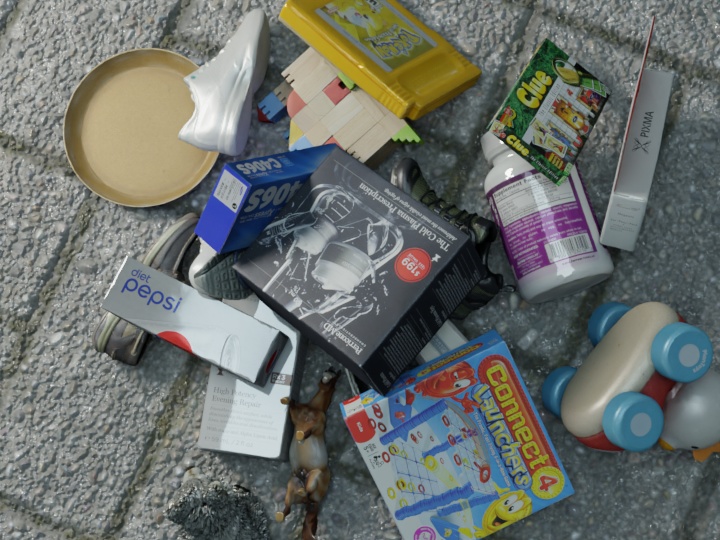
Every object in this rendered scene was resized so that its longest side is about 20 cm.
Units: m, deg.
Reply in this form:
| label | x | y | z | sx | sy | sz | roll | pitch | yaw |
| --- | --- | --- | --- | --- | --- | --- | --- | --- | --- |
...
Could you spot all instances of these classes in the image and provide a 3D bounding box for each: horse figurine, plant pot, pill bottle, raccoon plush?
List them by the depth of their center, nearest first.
| label | x | y | z | sx | sy | sz | roll | pitch | yaw |
| --- | --- | --- | --- | --- | --- | --- | --- | --- | --- |
| raccoon plush | -0.136 | 0.305 | 1.630 | 0.097 | 0.134 | 0.200 | -43 | 79 | -5 |
| horse figurine | -0.060 | 0.213 | 1.659 | 0.050 | 0.133 | 0.200 | 0 | 91 | 13 |
| pill bottle | 0.207 | -0.072 | 1.683 | 0.112 | 0.112 | 0.200 | -18 | 78 | 1 |
| plant pot | -0.261 | -0.172 | 1.787 | 0.200 | 0.027 | 0.200 | -1 | 80 | 6 |

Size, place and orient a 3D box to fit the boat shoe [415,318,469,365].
| label | x | y | z | sx | sy | sz | roll | pitch | yaw |
| --- | --- | --- | --- | --- | --- | --- | --- | --- | --- |
| boat shoe | 0.093 | 0.097 | 1.680 | 0.072 | 0.069 | 0.200 | -42 | 95 | 6 |

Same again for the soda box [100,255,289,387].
| label | x | y | z | sx | sy | sz | roll | pitch | yaw |
| --- | --- | --- | --- | --- | --- | --- | --- | --- | --- |
| soda box | -0.186 | 0.058 | 1.646 | 0.200 | 0.063 | 0.068 | 26 | 84 | 10 |

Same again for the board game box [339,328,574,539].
| label | x | y | z | sx | sy | sz | roll | pitch | yaw |
| --- | --- | --- | --- | --- | --- | --- | --- | --- | --- |
| board game box | 0.108 | 0.199 | 1.632 | 0.196 | 0.056 | 0.200 | -26 | 102 | 0 |

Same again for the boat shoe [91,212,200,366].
| label | x | y | z | sx | sy | sz | roll | pitch | yaw |
| --- | --- | --- | --- | --- | --- | --- | --- | --- | --- |
| boat shoe | -0.235 | 0.025 | 1.732 | 0.073 | 0.074 | 0.200 | 35 | 93 | 0 |

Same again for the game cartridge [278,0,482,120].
| label | x | y | z | sx | sy | sz | roll | pitch | yaw |
| --- | --- | --- | --- | --- | --- | --- | --- | --- | --- |
| game cartridge | 0.027 | -0.265 | 1.717 | 0.200 | 0.176 | 0.032 | 39 | 127 | 11 |

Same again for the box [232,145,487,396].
| label | x | y | z | sx | sy | sz | roll | pitch | yaw |
| --- | --- | --- | --- | --- | --- | --- | --- | --- | --- |
| box | 0.000 | 0.000 | 1.601 | 0.200 | 0.104 | 0.182 | 36 | 81 | 26 |

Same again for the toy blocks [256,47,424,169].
| label | x | y | z | sx | sy | sz | roll | pitch | yaw |
| --- | --- | --- | --- | --- | --- | --- | --- | --- | --- |
| toy blocks | -0.036 | -0.180 | 1.745 | 0.137 | 0.100 | 0.200 | -42 | 78 | 8 |

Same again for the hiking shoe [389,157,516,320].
| label | x | y | z | sx | sy | sz | roll | pitch | yaw |
| --- | --- | --- | --- | --- | --- | --- | --- | --- | --- |
| hiking shoe | 0.108 | -0.049 | 1.695 | 0.101 | 0.076 | 0.200 | -27 | 87 | 23 |

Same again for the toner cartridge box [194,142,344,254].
| label | x | y | z | sx | sy | sz | roll | pitch | yaw |
| --- | --- | --- | --- | --- | --- | --- | --- | --- | --- |
| toner cartridge box | -0.091 | -0.083 | 1.635 | 0.043 | 0.200 | 0.095 | 41 | 121 | 21 |

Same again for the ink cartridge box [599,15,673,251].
| label | x | y | z | sx | sy | sz | roll | pitch | yaw |
| --- | --- | --- | --- | --- | --- | --- | --- | --- | --- |
| ink cartridge box | 0.313 | -0.152 | 1.623 | 0.044 | 0.174 | 0.200 | 14 | 55 | 8 |

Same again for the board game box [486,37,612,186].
| label | x | y | z | sx | sy | sz | roll | pitch | yaw |
| --- | --- | --- | --- | --- | --- | --- | --- | --- | --- |
| board game box | 0.219 | -0.184 | 1.675 | 0.105 | 0.023 | 0.200 | 36 | 42 | -3 |

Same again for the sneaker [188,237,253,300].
| label | x | y | z | sx | sy | sz | roll | pitch | yaw |
| --- | --- | --- | --- | --- | --- | --- | --- | --- | --- |
| sneaker | -0.151 | -0.019 | 1.683 | 0.087 | 0.200 | 0.075 | 5 | 110 | 20 |

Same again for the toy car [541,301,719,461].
| label | x | y | z | sx | sy | sz | roll | pitch | yaw |
| --- | --- | --- | --- | --- | --- | --- | --- | --- | --- |
| toy car | 0.340 | 0.153 | 1.624 | 0.200 | 0.184 | 0.177 | 38 | 84 | -18 |

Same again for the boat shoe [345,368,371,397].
| label | x | y | z | sx | sy | sz | roll | pitch | yaw |
| --- | --- | --- | --- | --- | --- | --- | --- | --- | --- |
| boat shoe | -0.001 | 0.067 | 1.697 | 0.074 | 0.068 | 0.199 | -6 | 79 | 4 |

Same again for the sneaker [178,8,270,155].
| label | x | y | z | sx | sy | sz | roll | pitch | yaw |
| --- | --- | --- | --- | --- | --- | --- | --- | --- | --- |
| sneaker | -0.164 | -0.233 | 1.751 | 0.088 | 0.075 | 0.200 | 9 | 63 | 11 |

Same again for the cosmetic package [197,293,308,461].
| label | x | y | z | sx | sy | sz | roll | pitch | yaw |
| --- | --- | --- | --- | --- | --- | --- | --- | --- | --- |
| cosmetic package | -0.119 | 0.115 | 1.697 | 0.102 | 0.074 | 0.200 | 6 | 81 | 7 |
